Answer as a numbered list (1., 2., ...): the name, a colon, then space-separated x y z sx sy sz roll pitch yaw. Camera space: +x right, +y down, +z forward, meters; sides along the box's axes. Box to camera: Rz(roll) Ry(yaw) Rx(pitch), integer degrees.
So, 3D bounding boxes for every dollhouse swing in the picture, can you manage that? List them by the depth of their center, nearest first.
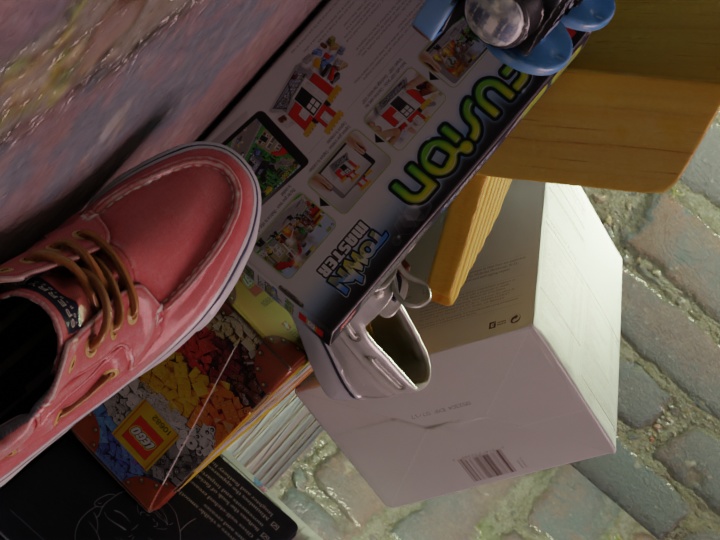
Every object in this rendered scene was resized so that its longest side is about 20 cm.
1. dollhouse swing: 0.140 -0.075 0.998 0.200 0.180 0.177 -59 152 -56

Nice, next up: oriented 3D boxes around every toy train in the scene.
1. toy train: 0.081 -0.168 0.785 0.200 0.114 0.087 -46 170 -45

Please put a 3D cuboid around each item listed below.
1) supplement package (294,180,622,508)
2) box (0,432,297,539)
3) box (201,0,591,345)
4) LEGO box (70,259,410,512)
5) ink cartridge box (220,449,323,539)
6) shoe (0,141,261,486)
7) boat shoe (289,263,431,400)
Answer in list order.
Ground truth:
1. supplement package: 0.080 0.038 1.287 0.190 0.147 0.201 -17 -141 26
2. box: -0.156 0.188 1.081 0.107 0.148 0.200 -53 174 27
3. box: 0.008 -0.075 0.846 0.200 0.110 0.035 -49 175 -11
4. LEGO box: -0.072 0.047 1.108 0.149 0.077 0.200 -46 176 28
5. ink cartridge box: -0.124 0.212 1.237 0.148 0.200 0.086 -51 174 12
6. shoe: -0.110 0.016 0.681 0.200 0.071 0.091 -44 179 -17
7. boat shoe: -0.001 0.004 0.967 0.203 0.085 0.075 67 31 -42
